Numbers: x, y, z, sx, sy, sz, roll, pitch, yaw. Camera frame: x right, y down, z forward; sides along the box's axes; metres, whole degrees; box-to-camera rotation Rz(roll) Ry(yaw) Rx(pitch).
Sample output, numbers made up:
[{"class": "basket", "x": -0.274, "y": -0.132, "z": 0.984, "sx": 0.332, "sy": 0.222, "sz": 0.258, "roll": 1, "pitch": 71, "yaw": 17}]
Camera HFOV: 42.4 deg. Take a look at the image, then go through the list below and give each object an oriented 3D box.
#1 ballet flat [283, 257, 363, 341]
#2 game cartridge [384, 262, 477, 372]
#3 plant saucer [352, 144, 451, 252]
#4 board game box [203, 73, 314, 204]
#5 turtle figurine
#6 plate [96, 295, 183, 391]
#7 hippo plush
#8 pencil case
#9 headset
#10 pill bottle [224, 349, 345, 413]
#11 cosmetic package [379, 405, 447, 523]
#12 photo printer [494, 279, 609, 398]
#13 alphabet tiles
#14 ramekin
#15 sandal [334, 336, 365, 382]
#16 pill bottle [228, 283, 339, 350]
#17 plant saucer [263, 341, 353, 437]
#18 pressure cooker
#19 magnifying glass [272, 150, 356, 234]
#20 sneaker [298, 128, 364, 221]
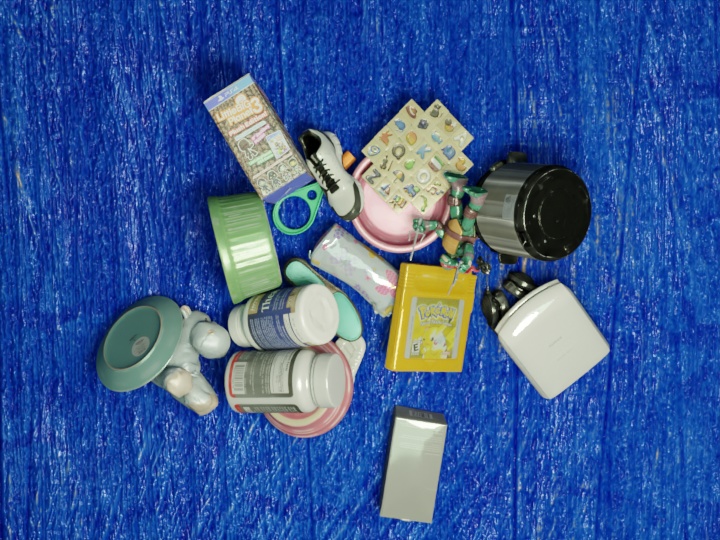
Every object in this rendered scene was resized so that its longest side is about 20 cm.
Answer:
[{"class": "ballet flat", "x": -0.066, "y": 0.050, "z": 1.765, "sx": 0.068, "sy": 0.068, "sz": 0.200, "roll": -41, "pitch": 94, "yaw": 1}, {"class": "game cartridge", "x": 0.136, "y": 0.091, "z": 1.746, "sx": 0.175, "sy": 0.032, "sz": 0.202, "roll": 4, "pitch": 98, "yaw": -35}, {"class": "plant saucer", "x": 0.074, "y": -0.136, "z": 1.751, "sx": 0.199, "sy": 0.051, "sz": 0.202, "roll": 0, "pitch": 95, "yaw": -1}, {"class": "board game box", "x": -0.179, "y": -0.233, "z": 1.684, "sx": 0.096, "sy": 0.159, "sz": 0.201, "roll": -31, "pitch": 89, "yaw": 3}, {"class": "turtle figurine", "x": 0.165, "y": -0.067, "z": 1.682, "sx": 0.149, "sy": 0.100, "sz": 0.201, "roll": 30, "pitch": 116, "yaw": 33}, {"class": "plate", "x": -0.417, "y": 0.129, "z": 1.721, "sx": 0.200, "sy": 0.200, "sz": 0.026, "roll": -37, "pitch": 136, "yaw": 3}, {"class": "hippo plush", "x": -0.316, "y": 0.166, "z": 1.758, "sx": 0.161, "sy": 0.199, "sz": 0.159, "roll": -56, "pitch": 137, "yaw": -14}, {"class": "pencil case", "x": 0.000, "y": 0.000, "z": 1.755, "sx": 0.200, "sy": 0.083, "sz": 0.091, "roll": 38, "pitch": 107, "yaw": -4}, {"class": "headset", "x": 0.282, "y": 0.053, "z": 1.757, "sx": 0.123, "sy": 0.094, "sz": 0.200, "roll": -38, "pitch": 106, "yaw": 2}, {"class": "pill bottle", "x": -0.134, "y": 0.200, "z": 1.678, "sx": 0.198, "sy": 0.114, "sz": 0.115, "roll": -3, "pitch": 96, "yaw": 19}, {"class": "cosmetic package", "x": 0.100, "y": 0.375, "z": 1.792, "sx": 0.106, "sy": 0.090, "sz": 0.202, "roll": 10, "pitch": 98, "yaw": -2}, {"class": "photo printer", "x": 0.357, "y": 0.124, "z": 1.745, "sx": 0.166, "sy": 0.070, "sz": 0.200, "roll": -39, "pitch": 117, "yaw": 2}, {"class": "alphabet tiles", "x": 0.105, "y": -0.209, "z": 1.710, "sx": 0.166, "sy": 0.006, "sz": 0.200, "roll": 45, "pitch": 93, "yaw": -4}, {"class": "ramekin", "x": -0.209, "y": -0.048, "z": 1.695, "sx": 0.097, "sy": 0.200, "sz": 0.202, "roll": -14, "pitch": 95, "yaw": -7}, {"class": "sandal", "x": -0.048, "y": 0.213, "z": 1.787, "sx": 0.082, "sy": 0.050, "sz": 0.203, "roll": 37, "pitch": 98, "yaw": 20}, {"class": "pill bottle", "x": -0.147, "y": 0.091, "z": 1.712, "sx": 0.199, "sy": 0.111, "sz": 0.112, "roll": -11, "pitch": 97, "yaw": 37}, {"class": "plant saucer", "x": -0.114, "y": 0.216, "z": 1.757, "sx": 0.199, "sy": 0.051, "sz": 0.202, "roll": -1, "pitch": 86, "yaw": 19}, {"class": "pressure cooker", "x": 0.299, "y": -0.114, "z": 1.697, "sx": 0.176, "sy": 0.200, "sz": 0.179, "roll": -48, "pitch": 117, "yaw": -16}, {"class": "magnifying glass", "x": -0.087, "y": -0.150, "z": 1.772, "sx": 0.200, "sy": 0.022, "sz": 0.080, "roll": -45, "pitch": 94, "yaw": 5}, {"class": "sneaker", "x": -0.059, "y": -0.175, "z": 1.699, "sx": 0.074, "sy": 0.080, "sz": 0.201, "roll": -38, "pitch": 63, "yaw": 23}]
